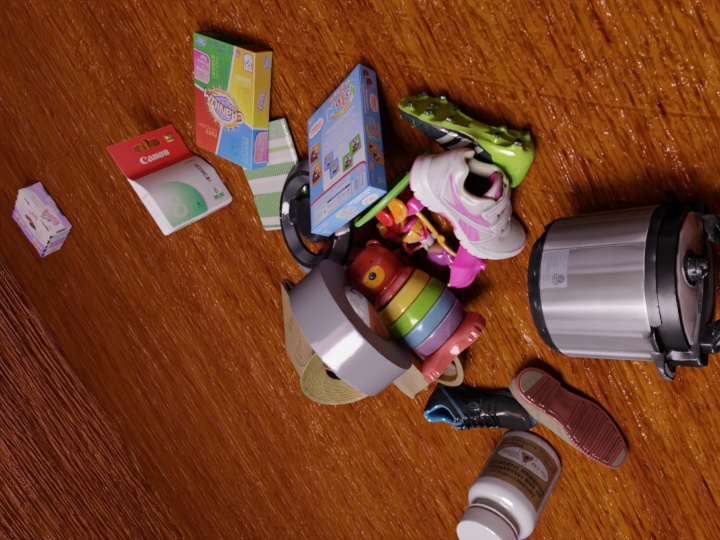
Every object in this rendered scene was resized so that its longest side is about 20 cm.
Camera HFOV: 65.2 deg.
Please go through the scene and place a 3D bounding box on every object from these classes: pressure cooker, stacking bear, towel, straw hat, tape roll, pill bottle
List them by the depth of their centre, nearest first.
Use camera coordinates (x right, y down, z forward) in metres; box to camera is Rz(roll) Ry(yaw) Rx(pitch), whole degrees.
[{"bbox_3d":[0.312,0.018,0.633,0.199,0.178,0.177,-5,111,44],"label":"pressure cooker"},{"bbox_3d":[-0.013,0.080,0.821,0.066,0.200,0.201,-40,88,13],"label":"tape roll"},{"bbox_3d":[0.069,0.044,0.828,0.200,0.114,0.122,42,106,0],"label":"stacking bear"},{"bbox_3d":[0.242,0.370,0.925,0.114,0.200,0.115,22,131,28],"label":"pill bottle"},{"bbox_3d":[-0.157,-0.171,1.041,0.152,0.023,0.201,1,117,40],"label":"towel"},{"bbox_3d":[-0.031,0.168,1.110,0.085,0.200,0.202,-112,23,-46],"label":"straw hat"}]

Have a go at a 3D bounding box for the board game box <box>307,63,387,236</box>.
[{"bbox_3d":[-0.026,-0.172,0.823,0.151,0.036,0.201,-31,57,49],"label":"board game box"}]

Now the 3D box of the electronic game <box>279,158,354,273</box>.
[{"bbox_3d":[-0.078,-0.087,0.953,0.199,0.041,0.202,17,113,47],"label":"electronic game"}]

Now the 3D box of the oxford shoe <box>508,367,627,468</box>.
[{"bbox_3d":[0.319,0.226,0.873,0.200,0.070,0.075,42,164,9],"label":"oxford shoe"}]

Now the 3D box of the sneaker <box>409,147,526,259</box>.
[{"bbox_3d":[0.158,-0.083,0.728,0.200,0.082,0.088,34,153,-28],"label":"sneaker"}]

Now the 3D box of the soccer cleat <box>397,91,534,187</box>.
[{"bbox_3d":[0.132,-0.173,0.749,0.199,0.068,0.081,30,142,21],"label":"soccer cleat"}]

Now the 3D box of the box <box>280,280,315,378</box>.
[{"bbox_3d":[-0.125,0.146,1.181,0.164,0.021,0.201,50,147,46],"label":"box"}]

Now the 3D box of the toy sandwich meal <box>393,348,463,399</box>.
[{"bbox_3d":[0.089,0.142,0.969,0.205,0.070,0.206,40,156,21],"label":"toy sandwich meal"}]

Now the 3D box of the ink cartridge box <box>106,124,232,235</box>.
[{"bbox_3d":[-0.371,-0.190,1.113,0.050,0.161,0.201,-23,101,45],"label":"ink cartridge box"}]

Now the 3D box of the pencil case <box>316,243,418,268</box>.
[{"bbox_3d":[0.000,0.000,0.970,0.199,0.091,0.094,6,127,41],"label":"pencil case"}]

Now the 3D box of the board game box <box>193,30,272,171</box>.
[{"bbox_3d":[-0.224,-0.295,0.980,0.152,0.040,0.201,27,126,28],"label":"board game box"}]

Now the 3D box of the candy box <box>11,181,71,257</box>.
[{"bbox_3d":[-1.008,-0.157,1.777,0.200,0.071,0.168,-28,97,49],"label":"candy box"}]

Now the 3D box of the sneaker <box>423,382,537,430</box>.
[{"bbox_3d":[0.202,0.248,0.965,0.199,0.082,0.074,1,119,41],"label":"sneaker"}]

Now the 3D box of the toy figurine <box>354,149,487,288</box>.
[{"bbox_3d":[0.098,-0.050,0.833,0.184,0.150,0.200,46,160,-7],"label":"toy figurine"}]
